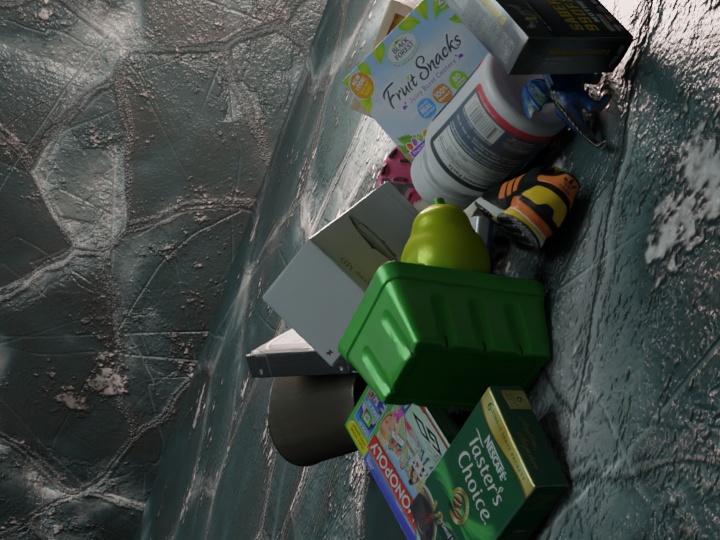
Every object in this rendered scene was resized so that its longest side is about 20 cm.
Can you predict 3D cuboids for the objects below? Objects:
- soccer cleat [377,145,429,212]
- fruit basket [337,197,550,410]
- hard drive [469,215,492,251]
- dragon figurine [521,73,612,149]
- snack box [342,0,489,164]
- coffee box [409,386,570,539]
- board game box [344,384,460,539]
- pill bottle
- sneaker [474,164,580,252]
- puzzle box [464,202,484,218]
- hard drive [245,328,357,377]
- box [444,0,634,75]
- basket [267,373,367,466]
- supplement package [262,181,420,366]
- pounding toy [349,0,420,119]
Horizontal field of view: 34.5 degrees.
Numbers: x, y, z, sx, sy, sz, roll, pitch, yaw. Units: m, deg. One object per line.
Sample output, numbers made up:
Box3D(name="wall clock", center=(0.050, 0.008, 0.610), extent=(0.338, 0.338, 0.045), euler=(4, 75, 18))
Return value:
Box3D(name="soccer cleat", center=(0.060, -0.073, 1.565), extent=(0.086, 0.069, 0.201), euler=(23, -108, -69))
Box3D(name="fruit basket", center=(0.086, 0.035, 1.216), extent=(0.216, 0.215, 0.156), euler=(-91, 23, -52))
Box3D(name="hard drive", center=(0.116, 0.043, 1.406), extent=(0.132, 0.025, 0.201), euler=(159, 119, -73))
Box3D(name="dragon figurine", center=(0.207, -0.191, 1.231), extent=(0.201, 0.099, 0.059), euler=(-86, 19, -44))
Box3D(name="snack box", center=(0.101, -0.243, 1.458), extent=(0.200, 0.169, 0.068), euler=(-38, 3, 37))
Box3D(name="coffee box", center=(0.119, 0.220, 1.130), extent=(0.200, 0.044, 0.123), euler=(-61, 35, 38))
Box3D(name="board game box", center=(0.060, 0.203, 1.294), extent=(0.200, 0.029, 0.135), euler=(57, 133, 36))
Box3D(name="pill bottle", center=(0.145, -0.158, 1.359), extent=(0.200, 0.119, 0.120), euler=(-47, 29, 49))
Box3D(name="sneaker", center=(0.189, -0.075, 1.271), extent=(0.090, 0.070, 0.200), euler=(-45, 9, 2))
Box3D(name="puzzle box", center=(0.132, -0.075, 1.537), extent=(0.133, 0.025, 0.200), euler=(-87, 20, -46))
Box3D(name="hard drive", center=(-0.030, 0.093, 1.478), extent=(0.199, 0.139, 0.038), euler=(-6, 104, 41))
Box3D(name="box", center=(0.168, -0.286, 1.218), extent=(0.200, 0.158, 0.048), euler=(56, 136, 31))
Box3D(name="basket", center=(-0.016, 0.171, 1.538), extent=(0.200, 0.136, 0.181), euler=(-13, 58, 57))
Box3D(name="supplement package", center=(0.000, 0.000, 1.375), extent=(0.117, 0.117, 0.200), euler=(-49, -5, 37))
Box3D(name="pounding toy", center=(0.111, -0.264, 1.551), extent=(0.142, 0.199, 0.185), euler=(-24, -41, -65))
